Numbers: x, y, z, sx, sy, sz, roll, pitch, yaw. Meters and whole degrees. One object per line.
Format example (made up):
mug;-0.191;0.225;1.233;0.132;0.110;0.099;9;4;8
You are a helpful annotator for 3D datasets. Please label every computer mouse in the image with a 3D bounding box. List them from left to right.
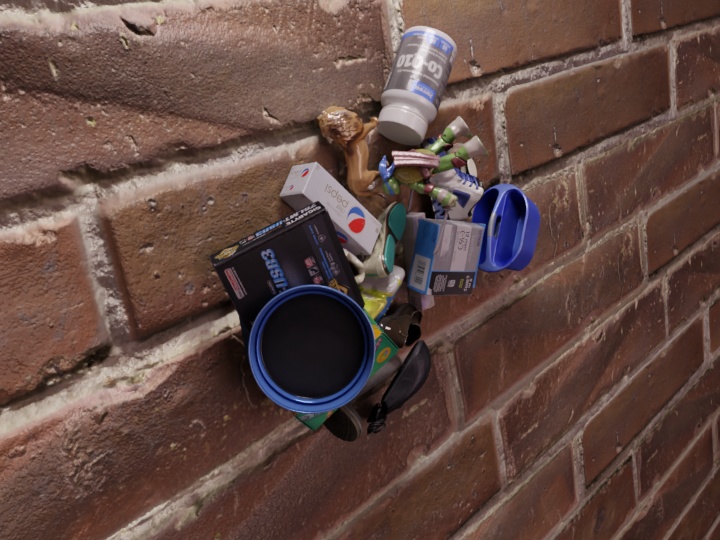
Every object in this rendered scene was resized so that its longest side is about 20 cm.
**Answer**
computer mouse;0.083;0.229;1.342;0.201;0.053;0.138;-58;177;4

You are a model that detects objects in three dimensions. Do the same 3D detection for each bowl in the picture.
bowl;-0.076;0.122;1.094;0.199;0.039;0.202;0;94;-3

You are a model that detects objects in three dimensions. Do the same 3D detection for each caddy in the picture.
caddy;0.315;-0.090;1.552;0.105;0.141;0.202;18;82;-47

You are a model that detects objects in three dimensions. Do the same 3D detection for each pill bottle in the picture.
pill bottle;0.105;-0.351;1.334;0.113;0.113;0.201;29;75;-42

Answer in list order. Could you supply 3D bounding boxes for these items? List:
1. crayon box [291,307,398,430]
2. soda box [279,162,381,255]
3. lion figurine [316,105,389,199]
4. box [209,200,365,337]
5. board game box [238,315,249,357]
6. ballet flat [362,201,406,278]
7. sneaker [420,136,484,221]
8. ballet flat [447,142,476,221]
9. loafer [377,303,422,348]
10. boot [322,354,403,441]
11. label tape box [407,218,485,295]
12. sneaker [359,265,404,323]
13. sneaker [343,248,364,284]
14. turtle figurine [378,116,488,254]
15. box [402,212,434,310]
crayon box;-0.044;0.158;1.182;0.200;0.119;0.058;-43;127;0
soda box;-0.050;-0.106;1.245;0.200;0.063;0.069;40;61;-39
lion figurine;-0.008;-0.207;1.266;0.122;0.072;0.201;-39;114;-50
box;-0.114;0.019;1.127;0.198;0.050;0.201;-28;121;-11
board game box;-0.134;0.068;1.194;0.157;0.039;0.201;-15;118;-17
ballet flat;0.040;-0.063;1.337;0.068;0.062;0.201;62;30;-33
sneaker;0.192;-0.186;1.428;0.081;0.114;0.201;-94;168;-60
ballet flat;0.220;-0.173;1.499;0.068;0.067;0.202;-12;104;-42
loafer;0.086;0.120;1.364;0.200;0.071;0.073;-25;136;-65
boot;0.003;0.214;1.269;0.199;0.181;0.073;-17;126;-38
label tape box;0.197;-0.026;1.424;0.199;0.066;0.144;1;103;-38
sneaker;0.018;0.075;1.345;0.200;0.075;0.106;-41;139;-34
sneaker;-0.067;-0.014;1.225;0.199;0.088;0.082;6;91;-44
turtle figurine;0.145;-0.179;1.311;0.193;0.144;0.200;-36;108;9
box;0.118;-0.019;1.438;0.039;0.041;0.202;-19;107;-40
